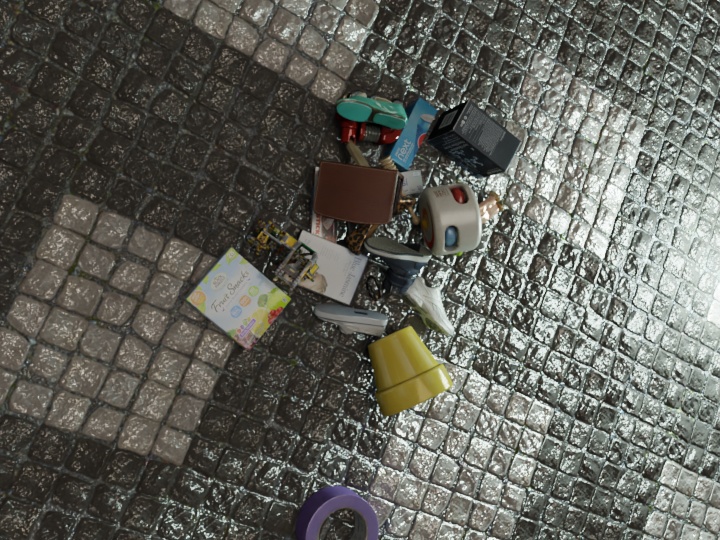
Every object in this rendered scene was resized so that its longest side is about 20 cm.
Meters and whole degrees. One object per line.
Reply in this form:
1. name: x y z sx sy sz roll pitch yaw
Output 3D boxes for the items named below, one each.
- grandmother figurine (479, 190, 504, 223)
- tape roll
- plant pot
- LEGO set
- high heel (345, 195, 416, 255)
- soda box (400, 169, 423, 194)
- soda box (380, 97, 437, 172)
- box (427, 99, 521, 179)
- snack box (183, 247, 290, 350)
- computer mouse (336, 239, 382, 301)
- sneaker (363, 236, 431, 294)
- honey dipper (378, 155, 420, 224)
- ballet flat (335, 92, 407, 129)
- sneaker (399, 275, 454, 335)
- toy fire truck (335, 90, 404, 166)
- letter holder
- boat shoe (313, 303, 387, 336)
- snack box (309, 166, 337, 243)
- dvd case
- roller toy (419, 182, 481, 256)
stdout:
1. grandmother figurine: 0.322 -0.144 1.860 0.200 0.061 0.121 -32 107 -18
2. tape roll: -0.059 0.667 1.663 0.200 0.085 0.200 0 89 -23
3. plant pot: 0.114 0.257 1.697 0.201 0.201 0.189 -21 82 -22
4. LEGO set: -0.198 -0.021 1.575 0.200 0.154 0.116 37 74 -6
5. high heel: 0.056 -0.116 1.678 0.200 0.071 0.143 -13 62 14
6. soda box: 0.066 -0.226 1.748 0.200 0.068 0.064 -12 95 -22
7. soda box: 0.134 -0.372 1.783 0.068 0.064 0.200 31 78 -19
8. box: 0.318 -0.363 1.814 0.200 0.148 0.107 32 77 -18
9. snack box: -0.302 0.070 1.588 0.200 0.068 0.169 41 75 -14
10. computer mouse: 0.000 0.000 1.733 0.059 0.034 0.200 -43 105 -19
11. sneaker: 0.073 -0.008 1.694 0.202 0.077 0.146 12 125 -31
12. honey dipper: 0.108 -0.210 1.714 0.038 0.038 0.200 -36 109 -19
13. ballet flat: 0.025 -0.411 1.636 0.200 0.067 0.070 9 57 -23
14. sneaker: 0.204 0.094 1.794 0.200 0.078 0.099 48 69 -15
15. toy fire truck: 0.024 -0.360 1.709 0.176 0.129 0.200 6 92 -23
16. letter holder: -0.005 -0.188 1.626 0.200 0.101 0.142 9 92 12
17. boat shoe: -0.028 0.137 1.698 0.200 0.074 0.065 12 109 -9
18. snack box: -0.094 -0.169 1.703 0.072 0.024 0.200 4 87 -21
19. dvd case: -0.091 -0.005 1.683 0.200 0.018 0.143 22 90 -15
20. roller toy: 0.229 -0.137 1.716 0.140 0.182 0.200 -10 87 -7
